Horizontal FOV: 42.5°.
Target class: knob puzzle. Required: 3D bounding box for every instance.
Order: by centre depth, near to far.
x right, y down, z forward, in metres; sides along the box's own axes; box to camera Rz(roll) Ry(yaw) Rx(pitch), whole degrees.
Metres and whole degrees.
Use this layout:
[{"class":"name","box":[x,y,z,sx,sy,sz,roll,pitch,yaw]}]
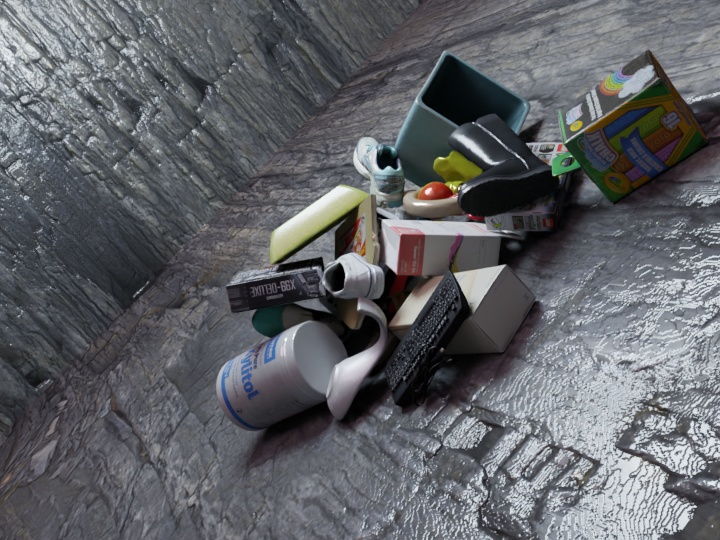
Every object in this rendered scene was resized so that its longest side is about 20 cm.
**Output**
[{"class":"knob puzzle","box":[0.000,0.000,1.508,0.220,0.030,0.220,-173,90,-70]}]

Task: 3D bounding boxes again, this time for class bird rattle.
[{"class":"bird rattle","box":[0.156,-0.116,1.583,0.163,0.113,0.200,-12,28,-3]}]

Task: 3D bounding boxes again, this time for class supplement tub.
[{"class":"supplement tub","box":[-0.130,0.175,1.519,0.200,0.132,0.132,-30,22,36]}]

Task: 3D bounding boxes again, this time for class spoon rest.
[{"class":"spoon rest","box":[-0.004,0.137,1.383,0.099,0.061,0.200,-86,12,-62]}]

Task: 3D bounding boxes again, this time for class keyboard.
[{"class":"keyboard","box":[0.081,0.101,1.249,0.200,0.040,0.104,-61,36,32]}]

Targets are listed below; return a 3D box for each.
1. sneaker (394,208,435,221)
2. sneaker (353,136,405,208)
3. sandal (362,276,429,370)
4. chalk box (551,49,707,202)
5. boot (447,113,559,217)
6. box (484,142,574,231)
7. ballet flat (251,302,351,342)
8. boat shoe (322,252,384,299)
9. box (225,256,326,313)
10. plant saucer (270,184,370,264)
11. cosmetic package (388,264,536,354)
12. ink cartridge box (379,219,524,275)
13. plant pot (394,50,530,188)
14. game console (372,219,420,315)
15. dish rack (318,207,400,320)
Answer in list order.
[{"class":"sneaker","box":[0.106,-0.053,1.659,0.087,0.075,0.200,-65,21,-1]},{"class":"sneaker","box":[0.043,-0.200,1.688,0.200,0.078,0.086,-114,26,-49]},{"class":"sandal","box":[0.051,0.074,1.488,0.200,0.055,0.082,-51,20,-23]},{"class":"chalk box","box":[0.365,-0.191,1.319,0.200,0.124,0.125,-35,21,26]},{"class":"boot","box":[0.187,-0.168,1.431,0.165,0.066,0.200,-12,40,-17]},{"class":"box","box":[0.270,-0.134,1.449,0.110,0.035,0.200,3,40,23]},{"class":"ballet flat","box":[-0.090,0.088,1.573,0.070,0.200,0.067,-9,74,42]},{"class":"boat shoe","box":[-0.026,0.006,1.434,0.200,0.067,0.074,178,98,-70]},{"class":"box","box":[-0.137,0.022,1.572,0.158,0.050,0.200,-11,7,-1]},{"class":"plant saucer","box":[-0.077,-0.086,1.604,0.200,0.048,0.200,-34,1,1]},{"class":"cosmetic package","box":[0.140,0.060,1.309,0.104,0.073,0.200,-54,20,-26]},{"class":"ink cartridge box","box":[0.139,-0.034,1.428,0.116,0.200,0.068,-132,44,-71]},{"class":"plant pot","box":[0.170,-0.250,1.750,0.200,0.196,0.196,-54,6,46]},{"class":"game console","box":[0.035,-0.003,1.649,0.200,0.031,0.177,-2,63,63]},{"class":"dish rack","box":[0.010,-0.009,1.615,0.200,0.044,0.172,-61,23,2]}]
